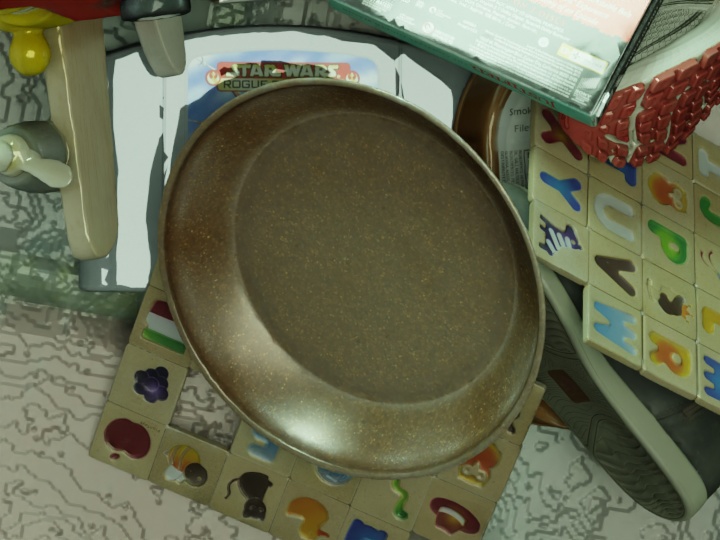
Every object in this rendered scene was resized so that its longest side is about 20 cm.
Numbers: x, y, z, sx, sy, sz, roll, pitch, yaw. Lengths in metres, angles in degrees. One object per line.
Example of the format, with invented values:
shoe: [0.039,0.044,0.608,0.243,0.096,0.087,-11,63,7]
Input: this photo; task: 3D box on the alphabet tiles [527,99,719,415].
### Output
alphabet tiles: [0.160,-0.004,1.395,0.200,0.167,0.006,27,135,-25]

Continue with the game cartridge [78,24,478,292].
game cartridge: [-0.040,-0.055,1.447,0.199,0.042,0.134,0,99,-6]

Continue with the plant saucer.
plant saucer: [0.000,0.000,1.358,0.200,0.037,0.201,11,117,23]

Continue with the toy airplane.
toy airplane: [-0.143,-0.136,1.322,0.140,0.201,0.200,-8,136,2]

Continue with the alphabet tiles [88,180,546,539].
alphabet tiles: [-0.018,0.059,1.424,0.199,0.008,0.168,23,112,3]

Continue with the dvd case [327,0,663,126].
dvd case: [0.093,-0.182,1.364,0.146,0.022,0.201,25,80,17]

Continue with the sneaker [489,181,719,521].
sneaker: [0.127,0.015,1.411,0.106,0.075,0.200,-46,113,-24]

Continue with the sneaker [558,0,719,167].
sneaker: [0.153,-0.121,1.415,0.082,0.078,0.200,37,50,14]

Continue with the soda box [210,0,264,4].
soda box: [0.022,-0.170,1.427,0.199,0.068,0.064,-5,95,-6]

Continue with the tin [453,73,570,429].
tin: [0.105,-0.020,1.448,0.112,0.042,0.201,-7,97,-27]
